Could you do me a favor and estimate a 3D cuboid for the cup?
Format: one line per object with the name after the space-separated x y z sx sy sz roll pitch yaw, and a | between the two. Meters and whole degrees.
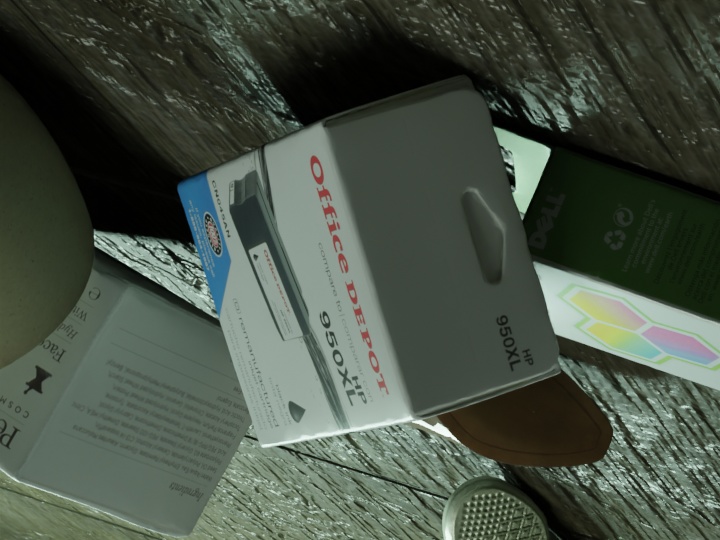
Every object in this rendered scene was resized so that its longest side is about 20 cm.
-0.251 -0.053 1.543 0.200 0.200 0.143 18 139 21 | cup

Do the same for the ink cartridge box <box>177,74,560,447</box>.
0.000 0.000 1.362 0.084 0.145 0.200 -18 180 -24 | ink cartridge box

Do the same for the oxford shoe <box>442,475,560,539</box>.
0.103 0.194 2.017 0.058 0.075 0.200 57 -174 38 | oxford shoe

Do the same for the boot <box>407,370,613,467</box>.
0.045 0.068 1.701 0.200 0.070 0.146 26 170 -3 | boot

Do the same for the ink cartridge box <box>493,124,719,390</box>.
0.128 -0.001 1.350 0.199 0.059 0.104 20 164 13 | ink cartridge box

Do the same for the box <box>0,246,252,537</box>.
-0.189 0.045 1.701 0.199 0.131 0.200 29 179 30 | box
